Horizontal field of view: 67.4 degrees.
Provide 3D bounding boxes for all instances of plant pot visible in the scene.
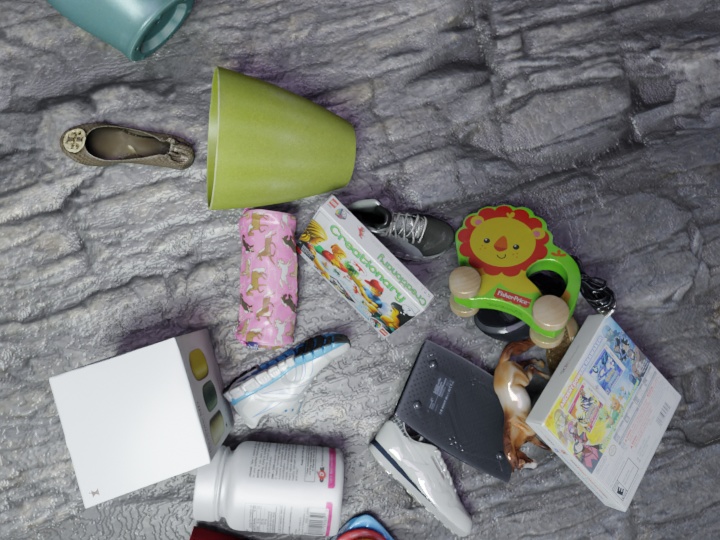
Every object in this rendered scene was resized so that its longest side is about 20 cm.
[{"bbox_3d":[-0.112,-0.174,0.770,0.195,0.187,0.192,2,86,-20],"label":"plant pot"},{"bbox_3d":[-0.342,-0.412,0.752,0.188,0.200,0.201,45,83,-16],"label":"plant pot"}]

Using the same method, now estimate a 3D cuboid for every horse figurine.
[{"bbox_3d":[0.243,0.188,0.795,0.130,0.050,0.205,7,64,-26],"label":"horse figurine"}]

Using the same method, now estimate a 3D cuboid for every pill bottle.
[{"bbox_3d":[-0.125,0.301,0.755,0.195,0.113,0.116,6,86,-5],"label":"pill bottle"}]

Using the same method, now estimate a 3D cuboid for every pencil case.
[{"bbox_3d":[-0.138,0.011,0.790,0.085,0.082,0.206,6,84,-48],"label":"pencil case"}]

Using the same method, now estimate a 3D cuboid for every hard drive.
[{"bbox_3d":[0.150,0.208,0.803,0.198,0.042,0.137,31,65,-7],"label":"hard drive"}]

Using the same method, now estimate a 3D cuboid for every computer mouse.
[{"bbox_3d":[0.269,0.059,0.820,0.196,0.139,0.053,-23,124,-1],"label":"computer mouse"}]

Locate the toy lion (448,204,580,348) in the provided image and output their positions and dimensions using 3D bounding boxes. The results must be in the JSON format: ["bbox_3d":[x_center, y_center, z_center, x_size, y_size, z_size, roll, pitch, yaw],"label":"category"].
[{"bbox_3d":[0.225,-0.010,0.791,0.197,0.069,0.193,20,62,25],"label":"toy lion"}]

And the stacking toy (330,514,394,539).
[{"bbox_3d":[0.008,0.427,0.715,0.116,0.200,0.110,-44,91,-6],"label":"stacking toy"}]

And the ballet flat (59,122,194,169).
[{"bbox_3d":[-0.346,-0.184,0.799,0.195,0.046,0.069,7,85,-5],"label":"ballet flat"}]

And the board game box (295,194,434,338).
[{"bbox_3d":[0.000,0.000,0.781,0.200,0.126,0.035,44,55,-1],"label":"board game box"}]

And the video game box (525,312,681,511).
[{"bbox_3d":[0.351,0.198,0.773,0.182,0.047,0.201,46,69,-11],"label":"video game box"}]

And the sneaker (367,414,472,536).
[{"bbox_3d":[0.102,0.304,0.800,0.200,0.076,0.081,46,74,-2],"label":"sneaker"}]

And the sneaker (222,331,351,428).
[{"bbox_3d":[-0.096,0.163,0.796,0.197,0.075,0.088,-28,99,-1],"label":"sneaker"}]

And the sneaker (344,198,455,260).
[{"bbox_3d":[0.054,-0.061,0.794,0.195,0.115,0.077,6,86,-5],"label":"sneaker"}]

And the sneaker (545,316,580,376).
[{"bbox_3d":[0.350,0.164,0.839,0.088,0.067,0.205,-6,83,-19],"label":"sneaker"}]

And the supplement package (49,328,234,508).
[{"bbox_3d":[-0.267,0.176,0.705,0.147,0.200,0.155,-17,88,-6],"label":"supplement package"}]

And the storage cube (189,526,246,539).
[{"bbox_3d":[-0.171,0.473,0.700,0.176,0.200,0.175,19,84,-10],"label":"storage cube"}]
